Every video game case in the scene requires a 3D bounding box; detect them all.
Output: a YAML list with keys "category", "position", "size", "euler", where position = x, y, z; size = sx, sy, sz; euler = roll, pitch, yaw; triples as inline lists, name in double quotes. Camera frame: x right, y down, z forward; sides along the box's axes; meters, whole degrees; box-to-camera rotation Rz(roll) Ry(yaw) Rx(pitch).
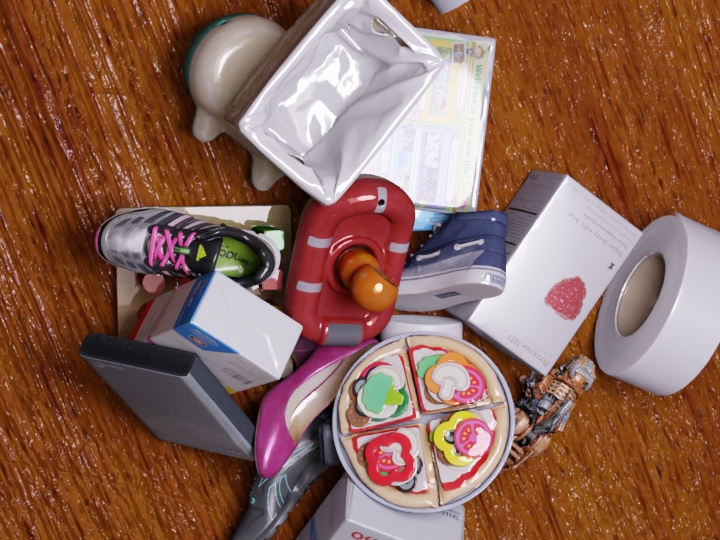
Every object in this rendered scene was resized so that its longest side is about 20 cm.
- category: "video game case"
  position: [0.051, -0.169, 1.654]
  size: [0.181, 0.022, 0.201]
  euler: [6, 93, -11]

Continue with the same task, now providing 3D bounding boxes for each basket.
- category: "basket"
  position: [-0.033, -0.188, 1.556]
  size: [0.135, 0.123, 0.200]
  euler: [40, 87, -19]

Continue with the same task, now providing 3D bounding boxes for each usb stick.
- category: "usb stick"
  position: [0.052, 0.188, 1.643]
  size: [0.199, 0.033, 0.056]
  euler: [-1, 94, 7]

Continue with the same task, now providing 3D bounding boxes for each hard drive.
- category: "hard drive"
  position: [-0.198, 0.136, 1.594]
  size: [0.139, 0.200, 0.033]
  euler: [10, 62, 26]

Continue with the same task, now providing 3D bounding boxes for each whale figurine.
- category: "whale figurine"
  position: [-0.124, -0.191, 1.657]
  size: [0.159, 0.104, 0.200]
  euler: [-33, 125, -16]

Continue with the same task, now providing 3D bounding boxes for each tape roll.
- category: "tape roll"
  position: [0.351, 0.039, 1.718]
  size: [0.071, 0.202, 0.203]
  euler: [23, 90, -12]

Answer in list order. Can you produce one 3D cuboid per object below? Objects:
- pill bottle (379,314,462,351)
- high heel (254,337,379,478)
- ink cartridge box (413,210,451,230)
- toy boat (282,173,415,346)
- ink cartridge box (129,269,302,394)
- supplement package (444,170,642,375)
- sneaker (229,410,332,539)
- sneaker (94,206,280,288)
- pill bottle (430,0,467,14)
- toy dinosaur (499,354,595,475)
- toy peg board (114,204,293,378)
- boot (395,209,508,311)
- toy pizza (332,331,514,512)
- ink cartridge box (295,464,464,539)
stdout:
- category: "pill bottle"
  position: [0.066, 0.156, 1.712]
  size: [0.113, 0.113, 0.201]
  euler: [1, 95, -12]
- category: "high heel"
  position: [-0.049, 0.147, 1.649]
  size: [0.096, 0.200, 0.067]
  euler: [1, 134, 25]
- category: "ink cartridge box"
  position: [0.049, -0.147, 1.701]
  size: [0.115, 0.067, 0.201]
  euler: [-3, 96, -11]
- category: "toy boat"
  position: [0.000, 0.000, 1.595]
  size: [0.130, 0.131, 0.201]
  euler: [2, 112, -27]
- category: "ink cartridge box"
  position: [-0.165, 0.075, 1.566]
  size: [0.116, 0.200, 0.067]
  euler: [35, 62, -22]
- category: "supplement package"
  position: [0.207, 0.001, 1.723]
  size: [0.121, 0.120, 0.200]
  euler: [35, 88, -15]
- category: "sneaker"
  position: [-0.096, 0.240, 1.715]
  size: [0.079, 0.075, 0.200]
  euler: [38, 80, 1]
- category: "sneaker"
  position: [-0.176, -0.022, 1.554]
  size: [0.199, 0.087, 0.074]
  euler: [10, 93, -13]
- category: "pill bottle"
  position: [0.077, -0.396, 1.659]
  size: [0.114, 0.114, 0.200]
  euler: [-35, 101, -7]
- category: "toy dinosaur"
  position: [0.187, 0.174, 1.728]
  size: [0.200, 0.136, 0.102]
  euler: [-28, 101, -8]
- category: "toy peg board"
  position: [-0.169, 0.030, 1.656]
  size: [0.199, 0.098, 0.200]
  euler: [-2, 96, -12]
- category: "boot"
  position: [0.089, -0.010, 1.682]
  size: [0.073, 0.200, 0.091]
  euler: [24, 66, -41]
- category: "toy pizza"
  position: [0.067, 0.161, 1.611]
  size: [0.199, 0.032, 0.201]
  euler: [-2, 72, 7]
- category: "ink cartridge box"
  position: [0.009, 0.326, 1.678]
  size: [0.145, 0.083, 0.200]
  euler: [22, 130, -13]
